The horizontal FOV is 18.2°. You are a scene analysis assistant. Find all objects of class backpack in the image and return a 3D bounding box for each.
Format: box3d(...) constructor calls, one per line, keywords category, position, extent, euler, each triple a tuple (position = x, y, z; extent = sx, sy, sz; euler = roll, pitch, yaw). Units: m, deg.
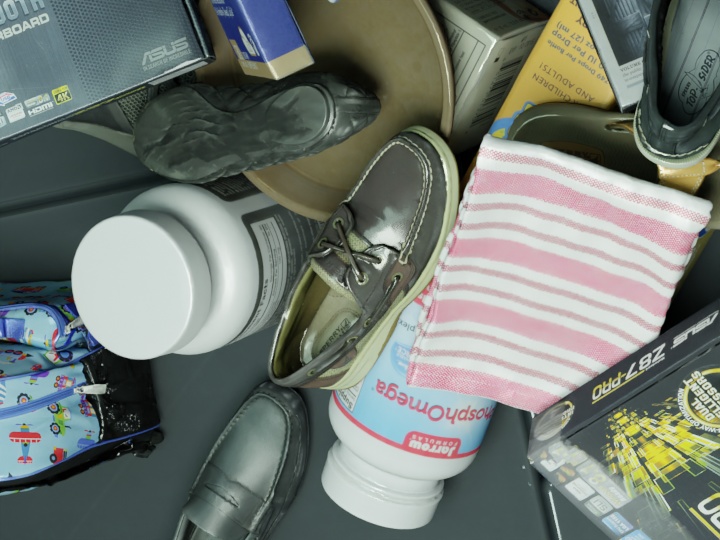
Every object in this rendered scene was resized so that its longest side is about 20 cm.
box3d(category="backpack", position=(-0.266, 0.090, 1.630), extent=(0.182, 0.200, 0.135), euler=(0, 101, 30))

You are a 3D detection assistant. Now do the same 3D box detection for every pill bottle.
box3d(category="pill bottle", position=(-0.100, -0.008, 1.517), extent=(0.116, 0.200, 0.116), euler=(6, 103, 28))
box3d(category="pill bottle", position=(0.043, 0.068, 1.508), extent=(0.109, 0.109, 0.201), euler=(28, 113, 21))

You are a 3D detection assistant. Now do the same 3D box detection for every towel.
box3d(category="towel", position=(0.118, 0.015, 1.378), extent=(0.146, 0.030, 0.200), euler=(15, 130, -3))

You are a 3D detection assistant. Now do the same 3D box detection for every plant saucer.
box3d(category="plant saucer", position=(-0.021, -0.128, 1.445), extent=(0.200, 0.029, 0.201), euler=(14, 116, 30))

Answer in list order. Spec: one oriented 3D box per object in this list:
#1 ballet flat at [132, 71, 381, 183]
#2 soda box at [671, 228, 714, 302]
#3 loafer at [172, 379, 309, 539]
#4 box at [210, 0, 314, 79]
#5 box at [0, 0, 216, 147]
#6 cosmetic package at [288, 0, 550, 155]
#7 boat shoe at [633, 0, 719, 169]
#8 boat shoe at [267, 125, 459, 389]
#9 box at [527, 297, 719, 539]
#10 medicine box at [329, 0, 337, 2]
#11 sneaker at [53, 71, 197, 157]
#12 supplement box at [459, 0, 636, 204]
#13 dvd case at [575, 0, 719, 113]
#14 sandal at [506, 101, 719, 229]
box3d(category="ballet flat", position=(-0.073, -0.090, 1.452), extent=(0.200, 0.057, 0.067), euler=(-2, 88, 42))
box3d(category="soda box", position=(0.186, -0.032, 1.434), extent=(0.068, 0.064, 0.200), euler=(35, 116, 17))
box3d(category="loafer", position=(-0.093, 0.172, 1.627), extent=(0.068, 0.070, 0.201), euler=(31, 114, 19))
box3d(category="box", position=(-0.090, -0.213, 1.366), extent=(0.032, 0.121, 0.201), euler=(-24, 100, -8))
box3d(category="box", position=(-0.213, -0.173, 1.451), extent=(0.199, 0.051, 0.158), euler=(-20, 91, 3))
box3d(category="cosmetic package", position=(0.011, -0.172, 1.485), extent=(0.200, 0.087, 0.104), euler=(37, 120, 16))
box3d(category="boat shoe", position=(0.208, -0.160, 1.308), extent=(0.074, 0.066, 0.200), euler=(25, 86, 13))
box3d(category="boat shoe", position=(0.000, 0.000, 1.420), extent=(0.073, 0.065, 0.200), euler=(39, 123, 27))
box3d(category="box", position=(0.228, 0.128, 1.405), extent=(0.161, 0.049, 0.200), euler=(-33, 114, 30))
box3d(category="medicine box", position=(0.000, -0.288, 1.366), extent=(0.182, 0.103, 0.200), euler=(-34, 39, 0))
box3d(category="sneaker", position=(-0.164, -0.143, 1.538), extent=(0.114, 0.199, 0.076), euler=(-49, 39, 28))
box3d(category="supplement box", position=(0.134, -0.104, 1.445), extent=(0.066, 0.069, 0.200), euler=(35, 117, 17))
box3d(category="dvd case", position=(0.191, -0.215, 1.364), extent=(0.150, 0.025, 0.201), euler=(-22, 81, 6))
box3d(category="sandal", position=(0.174, -0.065, 1.365), extent=(0.199, 0.054, 0.081), euler=(6, 104, 27))
